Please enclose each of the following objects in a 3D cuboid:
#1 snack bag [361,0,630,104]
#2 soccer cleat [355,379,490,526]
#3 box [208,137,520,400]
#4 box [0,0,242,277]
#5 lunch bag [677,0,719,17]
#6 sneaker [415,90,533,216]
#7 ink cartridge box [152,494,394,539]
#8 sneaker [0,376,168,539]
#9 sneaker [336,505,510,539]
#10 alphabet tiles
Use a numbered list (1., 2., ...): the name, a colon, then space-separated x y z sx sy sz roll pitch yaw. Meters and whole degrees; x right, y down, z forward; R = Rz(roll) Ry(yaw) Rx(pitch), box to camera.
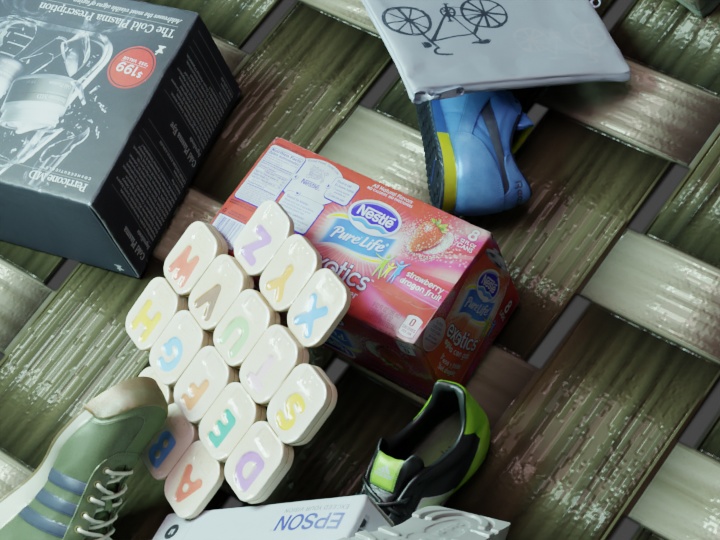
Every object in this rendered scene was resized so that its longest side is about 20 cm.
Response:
1. snack bag: 0.090 -0.195 1.503 0.187 0.022 0.201 -7 48 -22
2. soccer cleat: 0.015 0.159 1.310 0.067 0.081 0.201 23 68 30
3. box: 0.000 0.000 1.411 0.199 0.096 0.100 25 70 31
4. box: -0.227 -0.115 1.563 0.199 0.104 0.183 13 64 27
5. lunch bag: 0.205 -0.311 1.503 0.118 0.164 0.200 -46 55 -6
6. sneaker: 0.083 -0.121 1.491 0.078 0.066 0.201 -3 52 -6
7. ink cartridge box: -0.094 0.233 1.257 0.199 0.041 0.201 -12 39 43
8. sneaker: -0.187 0.167 1.361 0.200 0.067 0.090 -44 61 22
9. sneaker: 0.031 0.198 1.208 0.076 0.199 0.081 14 100 31
10. alphabet tiles: -0.090 0.058 1.352 0.196 0.015 0.200 -53 48 15
